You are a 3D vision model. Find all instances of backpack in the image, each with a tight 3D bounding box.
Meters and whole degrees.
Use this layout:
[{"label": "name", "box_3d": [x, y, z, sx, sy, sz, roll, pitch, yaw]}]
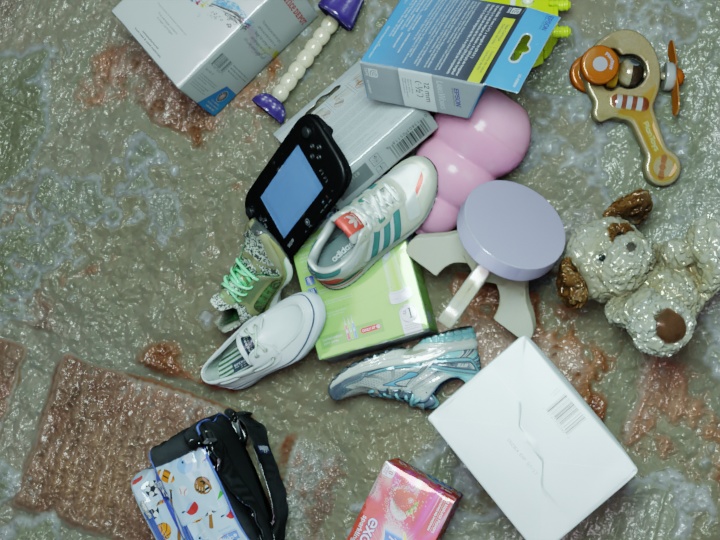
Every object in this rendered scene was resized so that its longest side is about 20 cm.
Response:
[{"label": "backpack", "box_3d": [-0.178, 0.284, 1.377, 0.153, 0.200, 0.191, -33, 85, 10]}]

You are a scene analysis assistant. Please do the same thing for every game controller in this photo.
[{"label": "game controller", "box_3d": [-0.077, -0.094, 1.345, 0.200, 0.042, 0.105, -48, 58, 47]}]

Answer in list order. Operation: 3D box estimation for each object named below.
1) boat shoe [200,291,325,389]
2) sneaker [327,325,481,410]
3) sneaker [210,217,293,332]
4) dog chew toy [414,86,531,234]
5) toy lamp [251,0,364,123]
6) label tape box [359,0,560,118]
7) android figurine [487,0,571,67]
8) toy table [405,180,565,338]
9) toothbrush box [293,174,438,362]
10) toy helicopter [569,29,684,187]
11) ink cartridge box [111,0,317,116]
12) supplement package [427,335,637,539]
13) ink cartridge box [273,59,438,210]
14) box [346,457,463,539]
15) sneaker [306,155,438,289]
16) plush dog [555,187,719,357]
[{"label": "boat shoe", "box_3d": [-0.123, 0.096, 1.399, 0.200, 0.066, 0.074, -44, 64, 34]}, {"label": "sneaker", "box_3d": [0.057, 0.136, 1.401, 0.198, 0.078, 0.087, -19, 83, 8]}, {"label": "sneaker", "box_3d": [-0.140, 0.019, 1.386, 0.088, 0.201, 0.077, -34, 65, -29]}, {"label": "dog chew toy", "box_3d": [0.123, -0.131, 1.403, 0.124, 0.124, 0.201, 36, 99, 13]}, {"label": "toy lamp", "box_3d": [-0.066, -0.290, 1.487, 0.058, 0.058, 0.201, 38, 91, 13]}, {"label": "label tape box", "box_3d": [0.119, -0.252, 1.330, 0.199, 0.066, 0.144, 16, 56, 22]}, {"label": "android figurine", "box_3d": [0.166, -0.311, 1.427, 0.198, 0.041, 0.183, 0, 58, 13]}, {"label": "toy table", "box_3d": [0.156, -0.013, 1.331, 0.184, 0.200, 0.117, 43, 123, 16]}, {"label": "toothbrush box", "box_3d": [0.000, 0.000, 1.423, 0.144, 0.086, 0.202, -17, 81, 10]}, {"label": "toy helicopter", "box_3d": [0.352, -0.202, 1.398, 0.131, 0.079, 0.201, -22, 90, -2]}, {"label": "ink cartridge box", "box_3d": [-0.185, -0.334, 1.469, 0.200, 0.147, 0.145, -43, 77, 3]}, {"label": "supplement package", "box_3d": [0.200, 0.197, 1.302, 0.147, 0.200, 0.192, -40, 78, 3]}, {"label": "ink cartridge box", "box_3d": [-0.012, -0.175, 1.428, 0.162, 0.200, 0.050, -41, 122, 0]}, {"label": "box", "box_3d": [0.036, 0.338, 1.369, 0.099, 0.095, 0.201, 27, 89, 12]}, {"label": "sneaker", "box_3d": [0.013, -0.058, 1.334, 0.200, 0.093, 0.070, -44, 76, 6]}, {"label": "plush dog", "box_3d": [0.320, 0.006, 1.323, 0.171, 0.161, 0.200, 39, 66, 8]}]
